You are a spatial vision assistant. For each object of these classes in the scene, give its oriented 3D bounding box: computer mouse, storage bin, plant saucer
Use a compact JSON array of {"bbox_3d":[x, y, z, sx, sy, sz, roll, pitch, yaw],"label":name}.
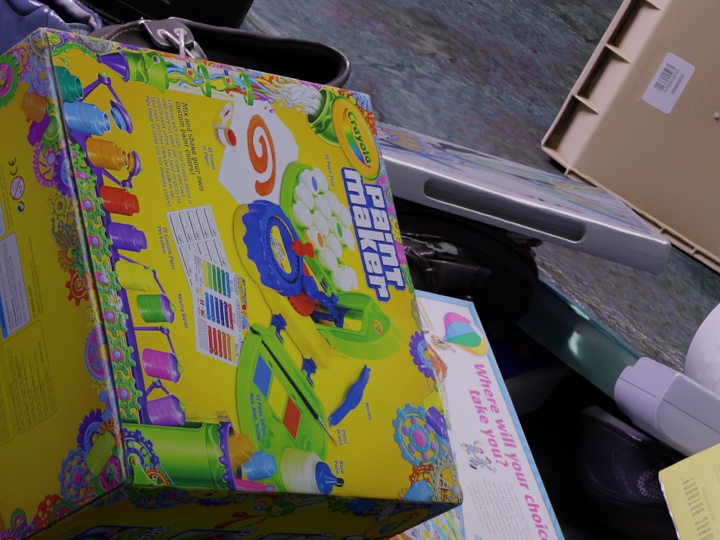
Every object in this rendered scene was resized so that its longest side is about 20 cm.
[{"bbox_3d":[0.169,0.128,1.376,0.138,0.053,0.200,30,0,-32],"label":"computer mouse"},{"bbox_3d":[0.265,-0.120,1.915,0.198,0.200,0.094,33,24,7],"label":"storage bin"},{"bbox_3d":[0.118,0.032,1.536,0.200,0.027,0.200,37,4,-3],"label":"plant saucer"}]

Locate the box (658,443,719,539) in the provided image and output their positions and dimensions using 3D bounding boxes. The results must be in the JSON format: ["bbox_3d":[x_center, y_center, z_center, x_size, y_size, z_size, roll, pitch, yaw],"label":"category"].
[{"bbox_3d":[0.205,0.172,1.245,0.200,0.050,0.075,58,12,-33],"label":"box"}]

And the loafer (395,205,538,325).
[{"bbox_3d":[0.000,0.000,1.389,0.200,0.072,0.063,18,44,-17],"label":"loafer"}]

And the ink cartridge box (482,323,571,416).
[{"bbox_3d":[-0.006,0.019,1.466,0.198,0.043,0.200,39,21,21],"label":"ink cartridge box"}]

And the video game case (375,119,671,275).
[{"bbox_3d":[0.068,-0.047,1.468,0.182,0.022,0.200,17,7,-6],"label":"video game case"}]

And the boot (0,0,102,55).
[{"bbox_3d":[-0.160,-0.083,1.434,0.073,0.090,0.200,6,32,-47],"label":"boot"}]

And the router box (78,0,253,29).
[{"bbox_3d":[-0.168,-0.168,1.531,0.200,0.149,0.051,29,22,-4],"label":"router box"}]

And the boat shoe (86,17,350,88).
[{"bbox_3d":[-0.080,-0.112,1.450,0.200,0.057,0.067,3,55,-55],"label":"boat shoe"}]

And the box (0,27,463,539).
[{"bbox_3d":[-0.080,0.023,1.144,0.192,0.122,0.200,8,61,-43],"label":"box"}]

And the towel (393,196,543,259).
[{"bbox_3d":[-0.009,-0.045,1.481,0.200,0.023,0.144,13,11,-13],"label":"towel"}]

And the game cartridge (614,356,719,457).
[{"bbox_3d":[0.223,0.110,1.317,0.200,0.041,0.133,31,-4,-5],"label":"game cartridge"}]

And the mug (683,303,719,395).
[{"bbox_3d":[0.275,0.082,1.485,0.147,0.200,0.175,-1,36,-8],"label":"mug"}]

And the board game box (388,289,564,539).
[{"bbox_3d":[0.025,0.091,1.287,0.134,0.034,0.200,13,43,-37],"label":"board game box"}]
